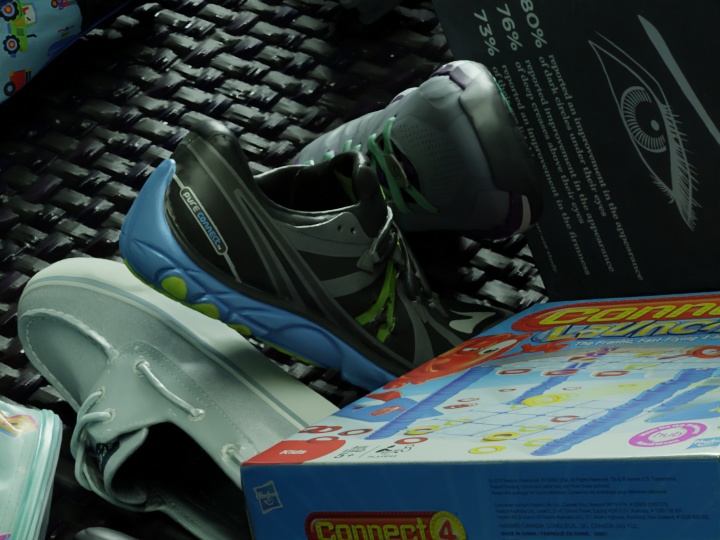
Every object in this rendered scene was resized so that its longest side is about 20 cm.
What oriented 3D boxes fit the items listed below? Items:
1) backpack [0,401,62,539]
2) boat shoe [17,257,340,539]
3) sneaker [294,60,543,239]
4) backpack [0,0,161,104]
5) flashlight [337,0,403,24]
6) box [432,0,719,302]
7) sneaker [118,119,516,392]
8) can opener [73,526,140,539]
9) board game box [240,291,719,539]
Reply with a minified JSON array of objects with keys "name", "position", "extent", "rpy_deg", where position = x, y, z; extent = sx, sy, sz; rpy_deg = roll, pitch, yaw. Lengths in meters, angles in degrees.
[{"name":"backpack","position":[-0.185,0.087,0.885],"extent":[0.152,0.201,0.176],"rpy_deg":[15,38,-4]},{"name":"boat shoe","position":[-0.074,0.061,1.011],"extent":[0.200,0.070,0.071],"rpy_deg":[30,46,30]},{"name":"sneaker","position":[0.015,-0.034,1.076],"extent":[0.087,0.075,0.200],"rpy_deg":[-24,2,-9]},{"name":"backpack","position":[-0.208,-0.161,1.237],"extent":[0.182,0.135,0.200],"rpy_deg":[21,48,27]},{"name":"flashlight","position":[0.062,-0.203,1.249],"extent":[0.200,0.068,0.068],"rpy_deg":[-38,27,12]},{"name":"box","position":[0.144,-0.076,1.037],"extent":[0.104,0.149,0.200],"rpy_deg":[-29,13,-32]},{"name":"sneaker","position":[0.000,0.000,1.014],"extent":[0.199,0.083,0.071],"rpy_deg":[26,1,-35]},{"name":"can opener","position":[-0.033,0.149,0.924],"extent":[0.199,0.079,0.064],"rpy_deg":[18,83,27]},{"name":"board game box","position":[0.095,0.060,0.914],"extent":[0.199,0.056,0.196],"rpy_deg":[-5,14,38]}]
